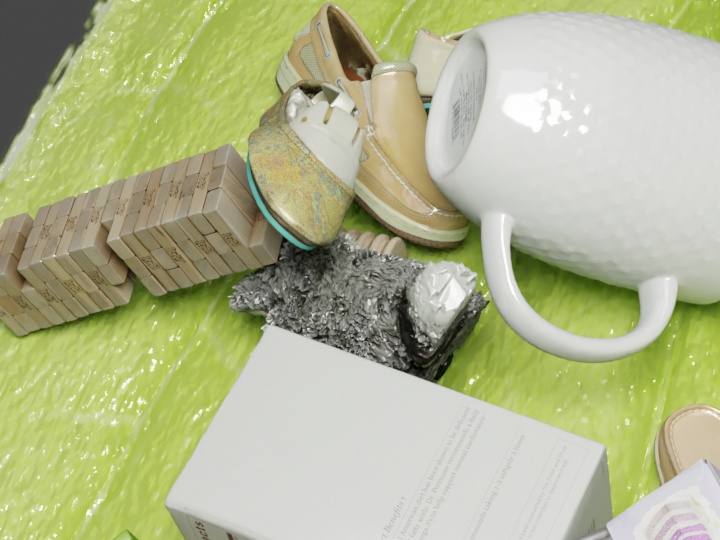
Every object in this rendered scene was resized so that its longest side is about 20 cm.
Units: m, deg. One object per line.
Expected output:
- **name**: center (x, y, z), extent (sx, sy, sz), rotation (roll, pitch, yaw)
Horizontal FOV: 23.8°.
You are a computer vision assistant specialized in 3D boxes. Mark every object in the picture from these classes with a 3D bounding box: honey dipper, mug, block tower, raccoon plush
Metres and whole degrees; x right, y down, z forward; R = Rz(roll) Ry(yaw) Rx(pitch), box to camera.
- **honey dipper**: center (-0.067, -0.022, 1.079), extent (0.198, 0.038, 0.038), rotation (13, 57, 21)
- **mug**: center (0.129, -0.047, 0.957), extent (0.174, 0.148, 0.202), rotation (13, 71, -17)
- **block tower**: center (-0.141, -0.017, 1.031), extent (0.199, 0.058, 0.054), rotation (-15, 44, 27)
- **raccoon plush**: center (0.000, 0.000, 0.953), extent (0.134, 0.200, 0.097), rotation (36, 60, 9)

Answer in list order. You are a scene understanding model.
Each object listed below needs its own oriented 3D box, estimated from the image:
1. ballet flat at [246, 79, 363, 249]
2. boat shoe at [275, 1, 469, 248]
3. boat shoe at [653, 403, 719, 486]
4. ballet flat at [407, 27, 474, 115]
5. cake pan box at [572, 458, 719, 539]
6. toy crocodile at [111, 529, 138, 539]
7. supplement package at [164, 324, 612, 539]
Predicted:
- **ballet flat**: center (-0.027, -0.071, 0.976), extent (0.070, 0.071, 0.200), rotation (-12, 17, 1)
- **boat shoe**: center (0.012, -0.098, 1.081), extent (0.071, 0.076, 0.200), rotation (-2, 41, -42)
- **boat shoe**: center (0.219, 0.138, 0.885), extent (0.073, 0.069, 0.201), rotation (-26, 54, -9)
- **ballet flat**: center (0.123, -0.126, 1.093), extent (0.198, 0.070, 0.070), rotation (6, 55, 14)
- **cake pan box**: center (0.121, 0.178, 0.762), extent (0.184, 0.200, 0.053), rotation (-38, 52, 13)
- **toy crocodile**: center (-0.085, 0.221, 0.886), extent (0.067, 0.062, 0.201), rotation (-24, 54, -8)
- **supplement package**: center (0.019, 0.132, 0.897), extent (0.199, 0.118, 0.117), rotation (19, 61, 22)
